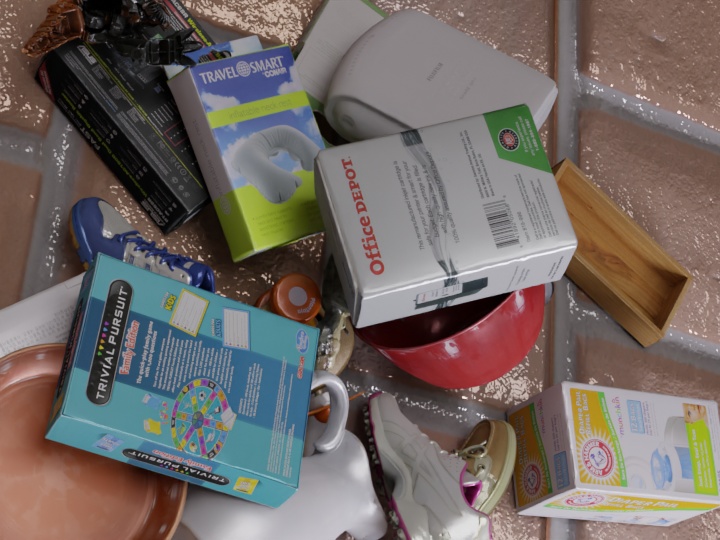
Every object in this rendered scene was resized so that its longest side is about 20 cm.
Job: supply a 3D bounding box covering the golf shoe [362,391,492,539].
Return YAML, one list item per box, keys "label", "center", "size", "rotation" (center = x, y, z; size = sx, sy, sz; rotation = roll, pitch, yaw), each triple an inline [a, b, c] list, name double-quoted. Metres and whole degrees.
- label: "golf shoe"
  center: [0.059, 0.188, 1.386]
  size: [0.091, 0.076, 0.201]
  rotation: [-16, 47, -4]

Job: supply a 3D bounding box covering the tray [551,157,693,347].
- label: "tray"
  center: [0.268, -0.019, 1.667]
  size: [0.200, 0.037, 0.099]
  rotation: [42, 53, -9]

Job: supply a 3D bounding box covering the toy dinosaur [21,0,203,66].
- label: "toy dinosaur"
  center: [-0.216, -0.228, 1.355]
  size: [0.200, 0.135, 0.102]
  rotation: [-56, 141, -27]

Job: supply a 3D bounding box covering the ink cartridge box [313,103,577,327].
- label: "ink cartridge box"
  center: [0.070, -0.048, 1.338]
  size: [0.199, 0.083, 0.147]
  rotation: [-12, 69, -10]

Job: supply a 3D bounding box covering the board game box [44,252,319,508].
- label: "board game box"
  center: [-0.139, 0.089, 1.228]
  size: [0.199, 0.047, 0.152]
  rotation: [20, 54, -18]

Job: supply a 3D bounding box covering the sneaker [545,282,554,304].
- label: "sneaker"
  center: [0.114, -0.031, 1.557]
  size: [0.087, 0.074, 0.200]
  rotation: [-36, 90, -30]

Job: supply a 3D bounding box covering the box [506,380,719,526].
- label: "box"
  center: [0.257, 0.187, 1.527]
  size: [0.199, 0.101, 0.113]
  rotation: [10, 64, -28]

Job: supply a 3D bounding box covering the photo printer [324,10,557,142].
- label: "photo printer"
  center: [0.074, -0.167, 1.495]
  size: [0.199, 0.070, 0.167]
  rotation: [29, 51, 9]

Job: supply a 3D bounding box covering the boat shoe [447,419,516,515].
- label: "boat shoe"
  center: [0.084, 0.214, 1.430]
  size: [0.063, 0.073, 0.201]
  rotation: [40, 61, -15]

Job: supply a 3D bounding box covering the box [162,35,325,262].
- label: "box"
  center: [-0.096, -0.121, 1.404]
  size: [0.121, 0.048, 0.201]
  rotation: [-19, 88, -38]

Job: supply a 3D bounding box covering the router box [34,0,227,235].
- label: "router box"
  center: [-0.185, -0.156, 1.434]
  size: [0.200, 0.062, 0.150]
  rotation: [51, 54, -2]

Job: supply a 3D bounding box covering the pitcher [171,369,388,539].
- label: "pitcher"
  center: [-0.077, 0.188, 1.299]
  size: [0.199, 0.121, 0.173]
  rotation: [-20, 107, -40]

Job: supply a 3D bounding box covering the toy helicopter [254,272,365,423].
- label: "toy helicopter"
  center: [-0.079, 0.109, 1.383]
  size: [0.132, 0.079, 0.200]
  rotation: [44, 67, -5]

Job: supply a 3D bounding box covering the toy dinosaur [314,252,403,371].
- label: "toy dinosaur"
  center: [0.000, 0.000, 1.385]
  size: [0.088, 0.047, 0.201]
  rotation: [17, 65, -27]

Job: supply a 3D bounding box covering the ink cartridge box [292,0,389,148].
- label: "ink cartridge box"
  center: [-0.009, -0.183, 1.564]
  size: [0.145, 0.048, 0.201]
  rotation: [35, 57, -13]

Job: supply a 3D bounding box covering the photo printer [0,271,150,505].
- label: "photo printer"
  center: [-0.246, 0.120, 1.270]
  size: [0.166, 0.069, 0.201]
  rotation: [-28, 85, -36]

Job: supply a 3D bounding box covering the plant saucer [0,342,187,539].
- label: "plant saucer"
  center: [-0.233, 0.157, 1.199]
  size: [0.199, 0.032, 0.202]
  rotation: [13, 63, -26]

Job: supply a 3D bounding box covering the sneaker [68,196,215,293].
- label: "sneaker"
  center: [-0.172, 0.005, 1.341]
  size: [0.200, 0.088, 0.075]
  rotation: [52, 27, 1]

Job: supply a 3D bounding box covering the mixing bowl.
- label: "mixing bowl"
  center: [0.099, 0.040, 1.462]
  size: [0.109, 0.199, 0.201]
  rotation: [58, 48, -31]
